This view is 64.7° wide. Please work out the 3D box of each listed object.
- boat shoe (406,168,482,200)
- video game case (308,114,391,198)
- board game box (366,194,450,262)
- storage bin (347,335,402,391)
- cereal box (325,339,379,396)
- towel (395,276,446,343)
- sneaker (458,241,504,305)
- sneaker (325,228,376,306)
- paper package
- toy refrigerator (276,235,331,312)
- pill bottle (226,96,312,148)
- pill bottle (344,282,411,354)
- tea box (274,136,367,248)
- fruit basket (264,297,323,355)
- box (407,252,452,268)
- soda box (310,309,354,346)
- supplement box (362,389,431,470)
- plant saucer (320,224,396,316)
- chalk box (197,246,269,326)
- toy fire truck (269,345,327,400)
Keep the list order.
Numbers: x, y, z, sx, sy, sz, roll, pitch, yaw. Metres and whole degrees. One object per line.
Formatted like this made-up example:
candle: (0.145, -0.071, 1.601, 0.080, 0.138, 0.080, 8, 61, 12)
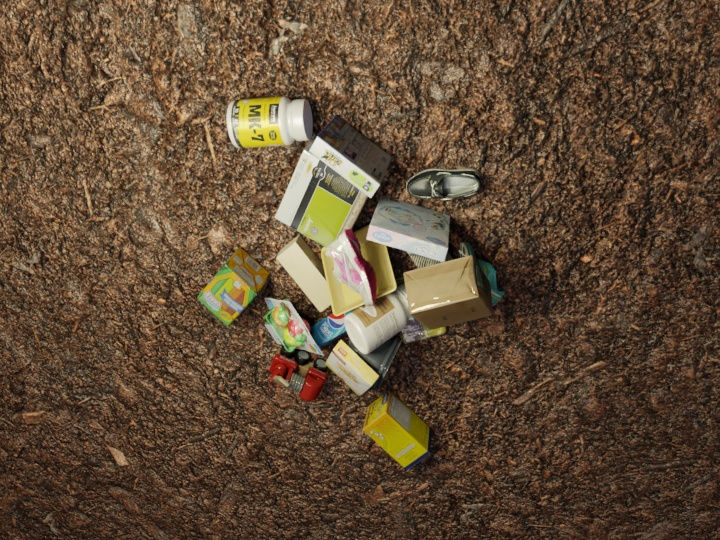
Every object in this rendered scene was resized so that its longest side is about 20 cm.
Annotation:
boat shoe: (0.207, -0.216, 1.428, 0.193, 0.061, 0.078, -10, 114, 15)
video game case: (-0.019, -0.278, 1.363, 0.179, 0.201, 0.046, 37, 119, -8)
board game box: (0.125, -0.108, 1.418, 0.193, 0.200, 0.045, 17, 119, 2)
storage bin: (0.033, 0.232, 1.624, 0.131, 0.148, 0.201, 28, 156, 7)
cereal box: (-0.027, 0.277, 1.589, 0.143, 0.040, 0.201, 42, 159, 7)
towel: (0.158, 0.110, 1.617, 0.139, 0.023, 0.205, -12, 113, 17)
sneaker: (0.321, 0.003, 1.518, 0.078, 0.078, 0.203, -31, 113, 3)
sneaker: (-0.022, 0.002, 1.432, 0.086, 0.082, 0.205, -21, 103, 20)
paper package: (0.220, 0.060, 1.400, 0.185, 0.107, 0.199, -15, 157, 19)
toy refrigerator: (-0.142, 0.008, 1.603, 0.075, 0.070, 0.201, -34, 106, 16)
pill bottle: (-0.222, -0.368, 1.409, 0.192, 0.115, 0.118, -1, 116, 11)
pill bottle: (0.062, 0.122, 1.519, 0.197, 0.113, 0.117, -32, 114, -21)
tea box: (-0.085, -0.193, 1.455, 0.193, 0.135, 0.203, 29, 118, -4)
fruit basket: (-0.198, 0.164, 1.624, 0.093, 0.198, 0.189, -37, 110, -20)
box: (0.210, -0.005, 1.525, 0.081, 0.069, 0.202, -31, 106, 23)
soda box: (-0.047, 0.146, 1.638, 0.197, 0.067, 0.066, -32, 77, 23)
supplement box: (0.116, 0.494, 1.763, 0.200, 0.110, 0.109, 44, 116, -11)
plant saucer: (0.000, 0.000, 1.533, 0.195, 0.048, 0.206, -24, 65, 22)
chalk box: (-0.377, 0.060, 1.641, 0.124, 0.125, 0.200, 41, 116, -10)
toy fire truck: (-0.192, 0.321, 1.688, 0.172, 0.201, 0.131, 25, 119, -2)
